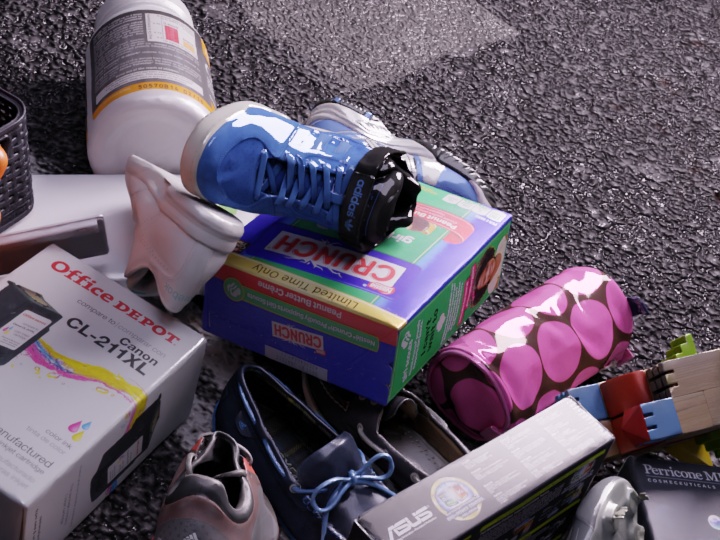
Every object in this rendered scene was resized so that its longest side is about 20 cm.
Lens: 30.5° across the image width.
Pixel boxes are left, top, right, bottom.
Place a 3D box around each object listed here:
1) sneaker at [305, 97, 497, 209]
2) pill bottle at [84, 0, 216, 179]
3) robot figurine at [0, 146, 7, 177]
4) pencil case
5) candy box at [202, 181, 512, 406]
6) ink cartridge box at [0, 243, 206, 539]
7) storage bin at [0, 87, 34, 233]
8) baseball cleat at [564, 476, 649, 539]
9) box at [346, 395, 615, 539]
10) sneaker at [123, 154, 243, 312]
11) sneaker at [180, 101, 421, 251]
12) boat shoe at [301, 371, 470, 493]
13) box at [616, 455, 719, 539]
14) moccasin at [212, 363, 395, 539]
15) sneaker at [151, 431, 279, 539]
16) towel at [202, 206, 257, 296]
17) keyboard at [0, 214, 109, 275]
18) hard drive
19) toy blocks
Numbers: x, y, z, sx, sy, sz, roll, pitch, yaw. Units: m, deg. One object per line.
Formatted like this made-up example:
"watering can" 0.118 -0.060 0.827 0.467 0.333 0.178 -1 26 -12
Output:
"sneaker" 0.030 -0.080 1.218 0.198 0.076 0.078 25 61 8
"pill bottle" -0.187 -0.161 1.173 0.115 0.117 0.201 5 41 -17
"robot figurine" -0.315 -0.016 0.861 0.116 0.201 0.144 35 5 -2
"pencil case" 0.143 0.069 1.066 0.199 0.090 0.095 -27 92 -40
"candy box" 0.000 0.000 1.028 0.167 0.078 0.200 21 37 22
"ink cartridge box" -0.219 0.087 0.891 0.145 0.083 0.200 29 40 13
"storage bin" -0.363 -0.096 1.018 0.199 0.095 0.135 29 45 22
"baseball cleat" 0.113 0.217 0.837 0.105 0.070 0.201 -5 45 38
"box" 0.060 0.181 0.832 0.199 0.162 0.044 -23 53 -39
"sneaker" -0.150 -0.026 0.982 0.075 0.089 0.200 25 6 -22
"sneaker" -0.031 -0.064 0.945 0.110 0.078 0.199 25 11 31
"boat shoe" 0.026 0.118 0.973 0.073 0.061 0.200 -13 48 -32
"box" 0.248 0.240 0.883 0.146 0.108 0.201 8 39 -12
"moccasin" -0.031 0.143 0.913 0.199 0.069 0.080 36 41 20
"sneaker" -0.083 0.141 0.826 0.076 0.083 0.200 12 3 -1
"towel" -0.058 -0.005 1.118 0.197 0.031 0.150 16 36 1
"keyboard" -0.282 -0.006 0.960 0.197 0.056 0.011 -12 70 -11
"hard drive" -0.210 -0.029 1.057 0.197 0.027 0.133 -1 42 -12
"toy blocks" 0.200 0.107 0.968 0.135 0.200 0.101 -10 76 -18
